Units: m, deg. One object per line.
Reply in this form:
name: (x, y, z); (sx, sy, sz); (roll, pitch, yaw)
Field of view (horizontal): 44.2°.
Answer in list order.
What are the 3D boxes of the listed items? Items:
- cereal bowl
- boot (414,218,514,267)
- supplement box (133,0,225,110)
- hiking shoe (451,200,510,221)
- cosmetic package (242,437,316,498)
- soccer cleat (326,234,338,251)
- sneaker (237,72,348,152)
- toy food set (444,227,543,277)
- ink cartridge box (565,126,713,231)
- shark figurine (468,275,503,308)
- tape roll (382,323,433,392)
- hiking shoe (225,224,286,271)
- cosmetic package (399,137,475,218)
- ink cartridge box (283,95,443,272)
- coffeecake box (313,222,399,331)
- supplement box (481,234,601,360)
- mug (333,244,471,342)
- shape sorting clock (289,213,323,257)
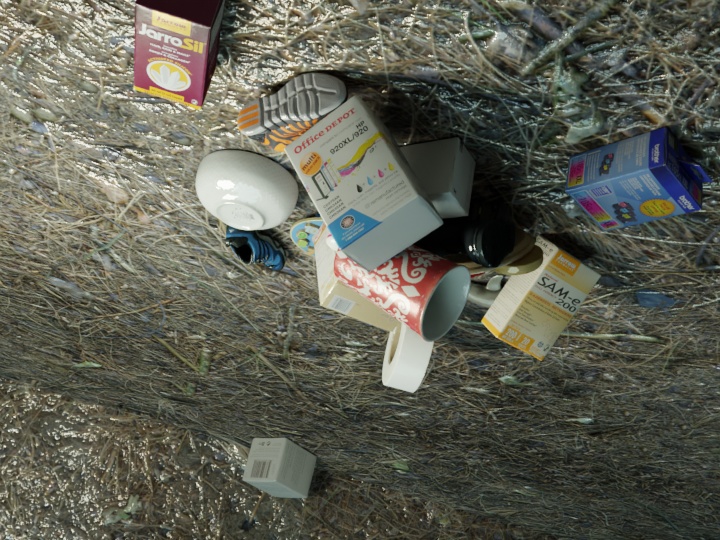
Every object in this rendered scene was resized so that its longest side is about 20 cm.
cereal bowl: (-0.219, -0.136, 1.667); (0.198, 0.084, 0.200); (10, 152, 6)
boot: (0.154, -0.048, 1.470); (0.167, 0.077, 0.200); (0, -172, 23)
supplement box: (-0.266, -0.337, 1.293); (0.110, 0.086, 0.200); (16, 153, -7)
hiking shoe: (0.167, -0.096, 1.585); (0.199, 0.076, 0.101); (-8, 150, 36)
cosmetic package: (-0.296, 0.728, 3.271); (0.164, 0.166, 0.200); (-7, 147, 34)
soccer cleat: (0.036, -0.027, 1.581); (0.199, 0.087, 0.070); (4, 168, -21)
sneaker: (-0.090, -0.248, 1.420); (0.199, 0.078, 0.112); (-10, 160, 29)
toy food set: (0.224, -0.027, 1.601); (0.199, 0.198, 0.049); (-16, 108, 4)
ink cartridge box: (0.441, -0.142, 1.383); (0.199, 0.077, 0.136); (-16, 142, 40)
shark figurine: (0.305, 0.063, 1.824); (0.213, 0.090, 0.128); (-11, 147, 41)
tape roll: (0.109, 0.165, 1.978); (0.070, 0.204, 0.203); (14, 153, -5)
hiking shoe: (-0.225, -0.041, 1.844); (0.074, 0.087, 0.200); (-4, 149, 29)
cosmetic package: (0.084, -0.145, 1.488); (0.199, 0.114, 0.081); (-3, 151, 30)
ink cartridge box: (0.005, -0.132, 1.372); (0.147, 0.201, 0.145); (-34, 157, 10)
coffeecake box: (0.000, 0.000, 1.646); (0.153, 0.201, 0.073); (21, 123, -22)
supplement box: (0.339, 0.053, 1.669); (0.126, 0.201, 0.074); (27, -168, -28)
mug: (0.069, 0.022, 1.473); (0.199, 0.134, 0.178); (29, 168, 30)
shape sorting clock: (-0.047, -0.053, 1.799); (0.198, 0.039, 0.200); (10, 153, 5)
